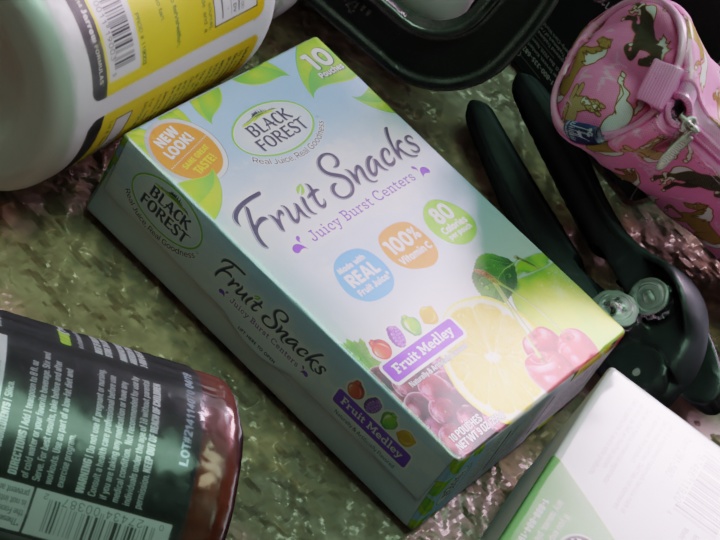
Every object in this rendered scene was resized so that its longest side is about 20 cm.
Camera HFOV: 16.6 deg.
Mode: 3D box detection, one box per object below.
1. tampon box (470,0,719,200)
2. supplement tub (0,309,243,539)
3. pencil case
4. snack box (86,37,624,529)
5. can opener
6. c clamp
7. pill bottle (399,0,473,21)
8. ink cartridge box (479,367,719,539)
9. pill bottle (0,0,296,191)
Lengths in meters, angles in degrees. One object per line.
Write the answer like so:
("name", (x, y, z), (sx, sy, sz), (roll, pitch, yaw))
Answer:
("tampon box", (0.189, -0.148, 1.289), (0.200, 0.126, 0.150), (-16, 61, -43))
("supplement tub", (-0.150, 0.062, 0.872), (0.199, 0.107, 0.107), (18, 43, -18))
("pencil case", (0.176, -0.045, 1.164), (0.200, 0.083, 0.087), (38, 48, -35))
("snack box", (0.000, 0.000, 1.073), (0.200, 0.053, 0.142), (44, 40, 12))
("can opener", (0.103, -0.012, 1.162), (0.063, 0.079, 0.200), (-30, 60, -5))
("c clamp", (0.037, -0.174, 1.137), (0.200, 0.171, 0.027), (34, 26, -6))
("pill bottle", (-0.023, -0.199, 1.208), (0.200, 0.114, 0.115), (31, 40, -4))
("ink cartridge box", (0.138, 0.157, 0.985), (0.200, 0.084, 0.146), (37, 40, 3))
("pill bottle", (-0.109, -0.119, 1.073), (0.112, 0.113, 0.200), (43, 40, 11))
